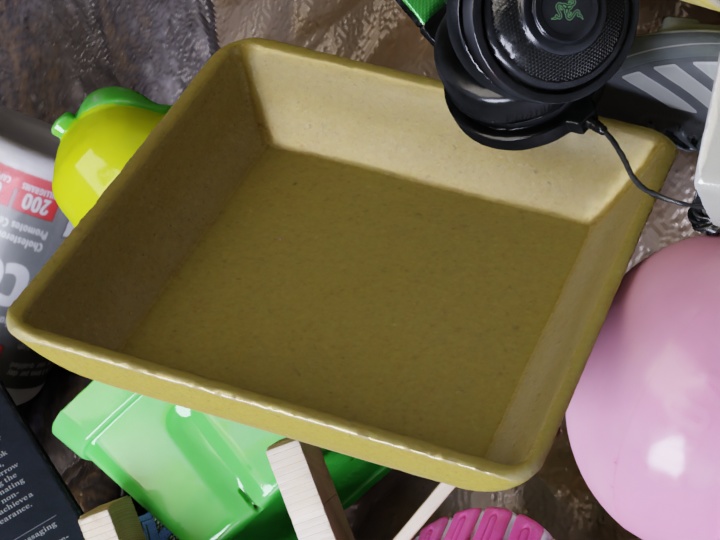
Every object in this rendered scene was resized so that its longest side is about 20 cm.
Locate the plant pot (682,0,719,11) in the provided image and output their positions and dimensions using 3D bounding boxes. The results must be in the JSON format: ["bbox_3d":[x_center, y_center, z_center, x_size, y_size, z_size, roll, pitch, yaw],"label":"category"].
[{"bbox_3d":[0.110,-0.194,0.710,0.189,0.200,0.202,42,111,42],"label":"plant pot"}]

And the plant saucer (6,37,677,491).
[{"bbox_3d":[0.000,0.000,0.688,0.199,0.200,0.049,15,134,16],"label":"plant saucer"}]

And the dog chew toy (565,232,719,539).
[{"bbox_3d":[0.169,0.071,0.647,0.200,0.124,0.125,37,107,37],"label":"dog chew toy"}]

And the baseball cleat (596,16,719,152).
[{"bbox_3d":[0.157,-0.053,0.721,0.199,0.070,0.107,-5,76,47],"label":"baseball cleat"}]

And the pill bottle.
[{"bbox_3d":[-0.227,0.011,1.080,0.114,0.114,0.201,34,105,45],"label":"pill bottle"}]

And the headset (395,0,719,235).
[{"bbox_3d":[0.074,-0.095,0.675,0.094,0.124,0.200,-43,84,-8],"label":"headset"}]

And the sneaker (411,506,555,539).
[{"bbox_3d":[0.092,0.160,0.714,0.199,0.088,0.082,17,67,41],"label":"sneaker"}]

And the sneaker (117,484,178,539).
[{"bbox_3d":[-0.094,0.066,0.952,0.075,0.078,0.201,-12,72,44],"label":"sneaker"}]

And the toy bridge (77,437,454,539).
[{"bbox_3d":[-0.018,0.101,0.757,0.199,0.027,0.068,-21,90,14],"label":"toy bridge"}]

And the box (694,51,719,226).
[{"bbox_3d":[0.216,-0.063,0.569,0.199,0.109,0.129,11,89,15],"label":"box"}]

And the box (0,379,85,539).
[{"bbox_3d":[-0.174,0.184,0.936,0.107,0.149,0.200,-30,45,-14],"label":"box"}]

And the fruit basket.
[{"bbox_3d":[-0.056,0.008,0.839,0.214,0.155,0.217,-4,79,23],"label":"fruit basket"}]
